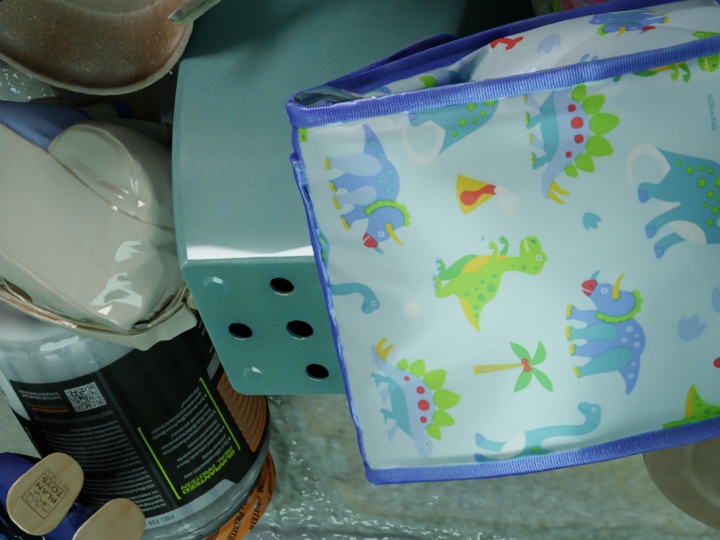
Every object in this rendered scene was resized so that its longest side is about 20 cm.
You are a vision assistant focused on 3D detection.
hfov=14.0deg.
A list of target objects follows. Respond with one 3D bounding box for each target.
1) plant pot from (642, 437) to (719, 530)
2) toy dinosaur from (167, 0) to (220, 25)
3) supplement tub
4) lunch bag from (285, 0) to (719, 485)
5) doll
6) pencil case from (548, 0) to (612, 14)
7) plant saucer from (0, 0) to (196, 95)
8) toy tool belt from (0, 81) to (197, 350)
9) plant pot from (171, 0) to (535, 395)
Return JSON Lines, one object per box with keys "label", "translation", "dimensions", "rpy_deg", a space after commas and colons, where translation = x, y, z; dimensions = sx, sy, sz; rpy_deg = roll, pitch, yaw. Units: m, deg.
{"label": "plant pot", "translation": [0.196, 0.026, 1.368], "dimensions": [0.199, 0.175, 0.201], "rpy_deg": [10, 140, 8]}
{"label": "toy dinosaur", "translation": [0.002, -0.176, 1.266], "dimensions": [0.088, 0.048, 0.201], "rpy_deg": [26, 105, -25]}
{"label": "supplement tub", "translation": [-0.122, 0.058, 1.547], "dimensions": [0.122, 0.123, 0.201], "rpy_deg": [-4, 135, 22]}
{"label": "lunch bag", "translation": [0.080, -0.013, 1.207], "dimensions": [0.199, 0.127, 0.171], "rpy_deg": [-15, 106, -7]}
{"label": "doll", "translation": [-0.175, 0.120, 1.520], "dimensions": [0.136, 0.049, 0.200], "rpy_deg": [38, 165, -14]}
{"label": "pencil case", "translation": [0.125, -0.145, 1.266], "dimensions": [0.087, 0.088, 0.201], "rpy_deg": [11, 139, 5]}
{"label": "plant saucer", "translation": [-0.145, -0.172, 1.320], "dimensions": [0.200, 0.037, 0.201], "rpy_deg": [25, 140, 23]}
{"label": "toy tool belt", "translation": [-0.139, -0.042, 1.433], "dimensions": [0.199, 0.123, 0.126], "rpy_deg": [30, 109, 31]}
{"label": "plant pot", "translation": [-0.006, -0.049, 1.328], "dimensions": [0.140, 0.201, 0.142], "rpy_deg": [-2, 136, 19]}
